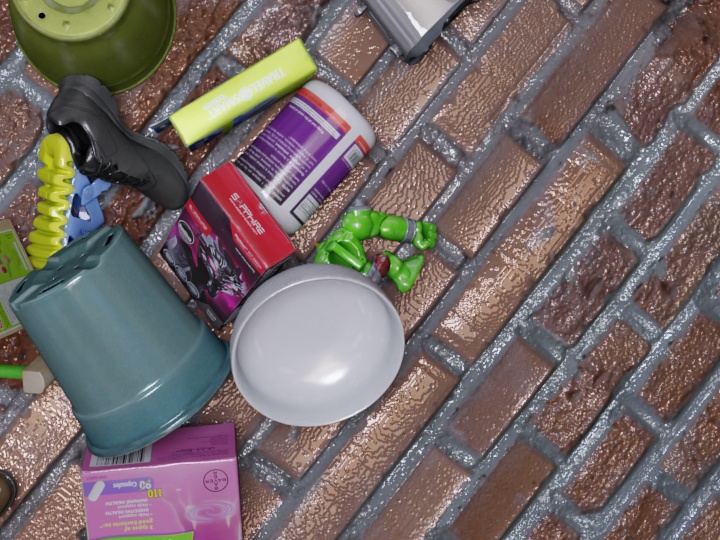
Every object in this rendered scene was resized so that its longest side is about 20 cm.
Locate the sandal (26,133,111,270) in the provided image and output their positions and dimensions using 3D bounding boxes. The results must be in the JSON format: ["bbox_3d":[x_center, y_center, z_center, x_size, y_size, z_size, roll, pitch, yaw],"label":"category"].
[{"bbox_3d":[-0.344,-0.060,1.253,0.087,0.079,0.201,3,106,-44],"label":"sandal"}]

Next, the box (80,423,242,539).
[{"bbox_3d":[-0.229,0.298,1.240,0.175,0.097,0.201,-3,108,-7],"label":"box"}]

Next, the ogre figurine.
[{"bbox_3d":[0.000,0.000,1.283,0.120,0.098,0.200,39,100,-18],"label":"ogre figurine"}]

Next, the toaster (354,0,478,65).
[{"bbox_3d":[0.084,-0.358,1.268,0.200,0.114,0.129,-45,94,-1],"label":"toaster"}]

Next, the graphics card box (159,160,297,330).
[{"bbox_3d":[-0.157,-0.023,1.205,0.051,0.200,0.126,-35,85,-32],"label":"graphics card box"}]

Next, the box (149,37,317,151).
[{"bbox_3d":[-0.150,-0.200,1.242,0.199,0.122,0.048,-31,96,-4],"label":"box"}]

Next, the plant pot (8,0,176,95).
[{"bbox_3d":[-0.315,-0.309,1.183,0.199,0.193,0.202,0,92,-6],"label":"plant pot"}]

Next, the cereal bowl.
[{"bbox_3d":[-0.054,0.075,1.201,0.199,0.083,0.201,-7,120,-12],"label":"cereal bowl"}]

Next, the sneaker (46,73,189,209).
[{"bbox_3d":[-0.287,-0.131,1.219,0.076,0.091,0.200,-28,120,38],"label":"sneaker"}]

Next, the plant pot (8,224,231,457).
[{"bbox_3d":[-0.276,0.068,1.177,0.200,0.200,0.197,-32,112,-4],"label":"plant pot"}]

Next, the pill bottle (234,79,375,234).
[{"bbox_3d":[-0.082,-0.124,1.258,0.112,0.112,0.200,43,87,-6],"label":"pill bottle"}]

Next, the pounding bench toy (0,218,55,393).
[{"bbox_3d":[-0.454,0.069,1.201,0.155,0.124,0.201,-23,95,16],"label":"pounding bench toy"}]

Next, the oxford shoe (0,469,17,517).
[{"bbox_3d":[-0.503,0.306,1.244,0.199,0.084,0.073,-31,94,-6],"label":"oxford shoe"}]
